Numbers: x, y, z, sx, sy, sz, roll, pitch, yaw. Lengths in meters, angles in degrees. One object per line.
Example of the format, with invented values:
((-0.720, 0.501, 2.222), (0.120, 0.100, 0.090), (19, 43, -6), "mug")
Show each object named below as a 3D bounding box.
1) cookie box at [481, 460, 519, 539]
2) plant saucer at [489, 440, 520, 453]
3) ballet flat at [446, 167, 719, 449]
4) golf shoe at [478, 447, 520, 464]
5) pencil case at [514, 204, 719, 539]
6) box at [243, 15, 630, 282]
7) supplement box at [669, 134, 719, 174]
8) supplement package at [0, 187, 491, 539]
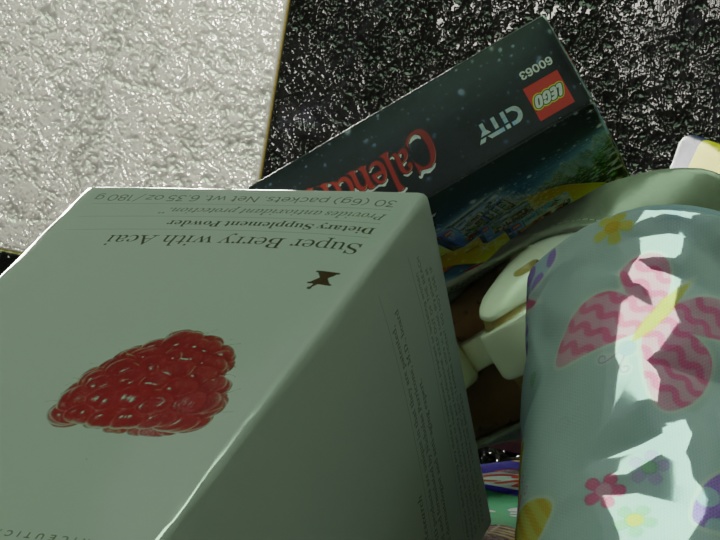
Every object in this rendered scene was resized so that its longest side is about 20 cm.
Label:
((0.037, 0.120, 0.834), (0.199, 0.076, 0.171), (-2, 5, -34), "cookie box")
((0.038, 0.029, 0.993), (0.199, 0.032, 0.200), (21, 15, -6), "plant saucer")
((0.041, 0.032, 0.763), (0.199, 0.068, 0.064), (-29, 0, 22), "ballet flat")
((0.054, 0.106, 1.080), (0.199, 0.095, 0.078), (33, 35, 28), "golf shoe")
((0.087, 0.077, 0.648), (0.090, 0.201, 0.083), (2, -40, 3), "pencil case")
((0.000, 0.000, 0.816), (0.199, 0.038, 0.137), (-30, -23, 5), "box")
((0.171, 0.039, 0.768), (0.108, 0.110, 0.200), (20, 7, -21), "supplement box")
((-0.059, 0.075, 0.641), (0.120, 0.120, 0.200), (2, 31, 24), "supplement package")
